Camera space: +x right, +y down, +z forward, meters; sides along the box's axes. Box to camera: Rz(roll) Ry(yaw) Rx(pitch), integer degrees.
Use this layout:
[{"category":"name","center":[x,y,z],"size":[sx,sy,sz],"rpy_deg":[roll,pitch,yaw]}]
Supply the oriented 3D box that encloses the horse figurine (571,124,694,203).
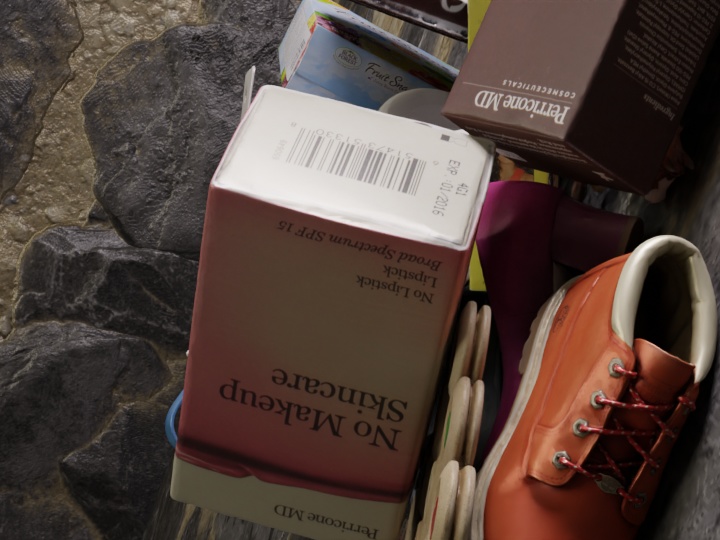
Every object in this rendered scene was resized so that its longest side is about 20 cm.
[{"category":"horse figurine","center":[0.146,-0.111,0.899],"size":[0.133,0.049,0.202],"rpy_deg":[110,171,-62]}]

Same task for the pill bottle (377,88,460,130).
[{"category":"pill bottle","center":[0.030,-0.038,1.245],"size":[0.200,0.109,0.110],"rpy_deg":[119,166,-51]}]

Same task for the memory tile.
[{"category":"memory tile","center":[0.036,0.126,0.795],"size":[0.154,0.017,0.201],"rpy_deg":[-79,-1,-45]}]

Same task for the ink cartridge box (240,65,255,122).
[{"category":"ink cartridge box","center":[-0.068,-0.055,1.287],"size":[0.115,0.067,0.202],"rpy_deg":[-155,70,-82]}]

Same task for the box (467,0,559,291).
[{"category":"box","center":[0.090,-0.092,0.939],"size":[0.075,0.050,0.202],"rpy_deg":[-43,-47,-74]}]

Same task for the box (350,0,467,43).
[{"category":"box","center":[0.079,-0.259,1.208],"size":[0.200,0.164,0.166],"rpy_deg":[-120,48,-78]}]

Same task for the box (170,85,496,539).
[{"category":"box","center":[-0.016,0.027,0.828],"size":[0.109,0.127,0.201],"rpy_deg":[-70,-7,-55]}]

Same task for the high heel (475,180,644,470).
[{"category":"high heel","center":[0.073,0.051,0.837],"size":[0.201,0.095,0.067],"rpy_deg":[-67,-27,-17]}]

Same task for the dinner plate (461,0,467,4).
[{"category":"dinner plate","center":[0.137,-0.238,1.026],"size":[0.199,0.024,0.201],"rpy_deg":[-29,38,25]}]

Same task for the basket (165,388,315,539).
[{"category":"basket","center":[-0.021,0.081,1.151],"size":[0.201,0.176,0.139],"rpy_deg":[-59,15,-22]}]

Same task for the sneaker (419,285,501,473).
[{"category":"sneaker","center":[0.035,0.064,1.036],"size":[0.201,0.103,0.060],"rpy_deg":[-85,16,-53]}]

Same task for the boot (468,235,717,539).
[{"category":"boot","center":[0.105,0.078,0.717],"size":[0.107,0.074,0.202],"rpy_deg":[137,151,-61]}]

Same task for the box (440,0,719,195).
[{"category":"box","center":[0.130,-0.148,0.817],"size":[0.100,0.075,0.202],"rpy_deg":[19,85,52]}]

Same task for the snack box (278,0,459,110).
[{"category":"snack box","center":[0.018,-0.158,1.352],"size":[0.068,0.168,0.200],"rpy_deg":[-61,12,12]}]

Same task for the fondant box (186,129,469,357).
[{"category":"fondant box","center":[0.000,0.000,1.020],"size":[0.144,0.058,0.200],"rpy_deg":[-7,37,49]}]

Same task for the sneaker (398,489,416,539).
[{"category":"sneaker","center":[0.012,0.218,0.975],"size":[0.087,0.077,0.201],"rpy_deg":[-76,-1,-55]}]
